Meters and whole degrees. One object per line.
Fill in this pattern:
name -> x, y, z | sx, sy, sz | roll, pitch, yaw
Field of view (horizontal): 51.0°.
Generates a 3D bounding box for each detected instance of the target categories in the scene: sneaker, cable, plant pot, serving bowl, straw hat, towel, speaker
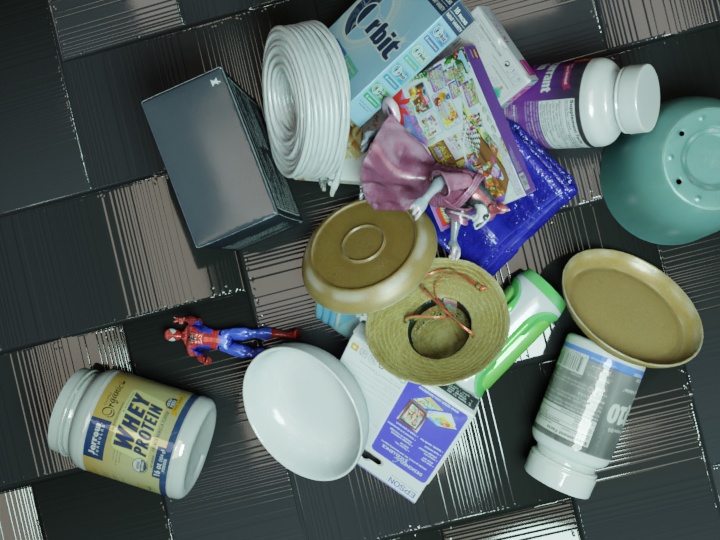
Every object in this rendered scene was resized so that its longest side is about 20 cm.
sneaker -> 0.000, 0.000, 1.074 | 0.129, 0.080, 0.202 | 27, 91, 2
cable -> -0.076, -0.220, 0.986 | 0.068, 0.201, 0.201 | -11, 57, -23
plant pot -> 0.007, -0.031, 1.038 | 0.197, 0.028, 0.202 | -11, 52, 14
serving bowl -> -0.067, 0.186, 1.045 | 0.198, 0.066, 0.203 | 13, 116, 27
plant pot -> 0.436, -0.138, 0.999 | 0.198, 0.161, 0.204 | 0, 90, 5
straw hat -> 0.107, 0.087, 0.996 | 0.198, 0.086, 0.203 | -6, 50, 7
towel -> 0.179, -0.091, 1.027 | 0.148, 0.050, 0.200 | 43, 126, 3
plant pot -> 0.358, 0.052, 1.008 | 0.198, 0.201, 0.028 | 23, 135, 3
speaker -> 0.192, 0.094, 1.056 | 0.088, 0.088, 0.200 | 44, 93, 3

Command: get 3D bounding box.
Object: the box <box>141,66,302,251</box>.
box -> -0.181, -0.141, 1.026 | 0.122, 0.198, 0.202 | -22, 88, 4

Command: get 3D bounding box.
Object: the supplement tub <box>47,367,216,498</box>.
supplement tub -> -0.319, 0.224, 1.065 | 0.198, 0.144, 0.146 | 16, 91, 4

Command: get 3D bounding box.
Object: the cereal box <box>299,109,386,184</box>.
cereal box -> 0.002, -0.198, 1.091 | 0.197, 0.040, 0.146 | 4, 89, 4

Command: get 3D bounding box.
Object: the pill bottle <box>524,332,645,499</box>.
pill bottle -> 0.304, 0.198, 1.034 | 0.113, 0.114, 0.202 | 20, 92, 4

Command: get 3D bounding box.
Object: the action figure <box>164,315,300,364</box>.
action figure -> -0.193, 0.103, 1.082 | 0.197, 0.099, 0.066 | 5, 90, 7

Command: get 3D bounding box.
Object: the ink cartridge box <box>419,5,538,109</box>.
ink cartridge box -> 0.126, -0.239, 1.011 | 0.199, 0.042, 0.120 | -38, 82, 35

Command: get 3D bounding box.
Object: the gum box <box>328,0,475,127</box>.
gum box -> 0.034, -0.313, 1.009 | 0.200, 0.044, 0.171 | -41, 44, 16

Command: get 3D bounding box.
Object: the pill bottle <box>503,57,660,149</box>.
pill bottle -> 0.279, -0.218, 0.990 | 0.198, 0.111, 0.113 | 5, 91, 40

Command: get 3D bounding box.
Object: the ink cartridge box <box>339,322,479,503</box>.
ink cartridge box -> 0.040, 0.203, 1.063 | 0.197, 0.043, 0.201 | 33, 123, 10

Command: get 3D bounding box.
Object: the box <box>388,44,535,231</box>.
box -> 0.127, -0.169, 0.984 | 0.136, 0.039, 0.202 | -21, 93, 38

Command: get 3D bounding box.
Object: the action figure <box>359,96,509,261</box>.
action figure -> 0.098, -0.110, 0.960 | 0.198, 0.134, 0.150 | 17, 74, 18
